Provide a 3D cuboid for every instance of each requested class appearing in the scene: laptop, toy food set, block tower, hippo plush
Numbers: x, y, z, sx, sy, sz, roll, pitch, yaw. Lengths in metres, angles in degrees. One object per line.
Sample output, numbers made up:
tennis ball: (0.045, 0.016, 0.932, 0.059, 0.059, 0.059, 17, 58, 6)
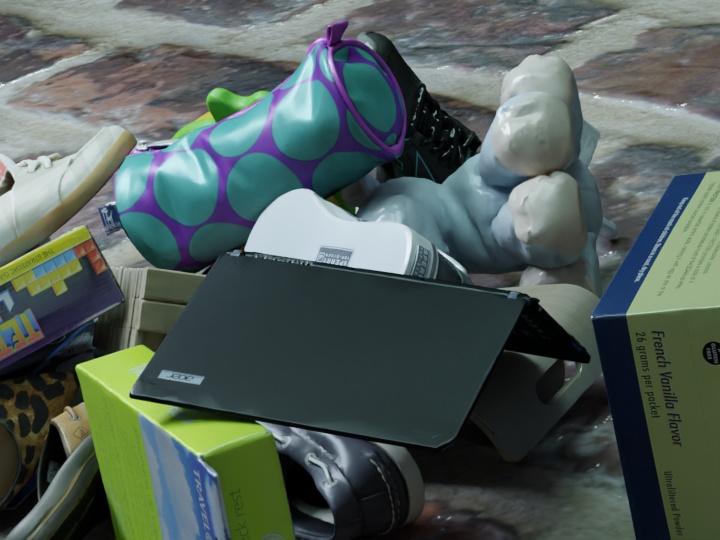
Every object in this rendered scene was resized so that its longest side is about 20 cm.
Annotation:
laptop: (0.006, 0.054, 1.477, 0.176, 0.104, 0.200, 9, -12, 21)
toy food set: (0.038, 0.071, 1.626, 0.199, 0.061, 0.143, -6, 24, 38)
block tower: (-0.119, 0.027, 1.673, 0.057, 0.054, 0.200, 8, -2, -11)
hippo plush: (0.065, -0.046, 1.754, 0.160, 0.160, 0.200, -8, 21, 12)

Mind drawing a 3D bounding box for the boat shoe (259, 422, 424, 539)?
boat shoe: (-0.054, 0.106, 1.553, 0.063, 0.073, 0.199, -25, 27, -38)

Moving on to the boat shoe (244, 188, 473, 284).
boat shoe: (0.000, 0.000, 1.666, 0.200, 0.068, 0.072, 9, 73, 58)

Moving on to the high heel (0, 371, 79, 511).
high heel: (-0.220, 0.129, 1.581, 0.200, 0.072, 0.142, -38, 20, -15)

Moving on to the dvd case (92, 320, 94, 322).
dvd case: (-0.290, 0.068, 1.877, 0.145, 0.022, 0.200, -1, 24, 31)

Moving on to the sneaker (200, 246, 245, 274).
sneaker: (-0.080, 0.037, 1.784, 0.086, 0.074, 0.200, -23, 13, 17)

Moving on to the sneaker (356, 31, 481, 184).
sneaker: (0.041, -0.095, 1.890, 0.079, 0.200, 0.076, 11, 67, 22)

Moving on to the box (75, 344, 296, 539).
box: (-0.083, 0.122, 1.452, 0.047, 0.123, 0.200, -19, 21, -21)

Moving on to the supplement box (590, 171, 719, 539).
supplement box: (0.247, 0.037, 1.449, 0.198, 0.135, 0.200, -5, 21, 22)

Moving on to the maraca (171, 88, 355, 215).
maraca: (-0.063, -0.064, 1.889, 0.136, 0.200, 0.108, 22, 64, -5)

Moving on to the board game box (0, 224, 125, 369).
board game box: (-0.249, 0.046, 1.683, 0.199, 0.057, 0.165, -28, 4, -13)

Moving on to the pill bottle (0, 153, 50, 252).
pill bottle: (-0.311, 0.004, 1.869, 0.199, 0.113, 0.112, -21, 21, -20)

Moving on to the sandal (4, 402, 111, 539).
sandal: (-0.162, 0.114, 1.581, 0.054, 0.082, 0.200, 25, 39, 11)

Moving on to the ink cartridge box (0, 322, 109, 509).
ink cartridge box: (-0.209, 0.087, 1.750, 0.099, 0.039, 0.200, -3, 23, 26)

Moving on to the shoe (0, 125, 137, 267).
shoe: (-0.227, -0.035, 1.806, 0.200, 0.053, 0.070, -41, 8, -18)

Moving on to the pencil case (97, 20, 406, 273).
pencil case: (-0.066, -0.072, 1.769, 0.199, 0.093, 0.085, -28, -1, 29)
